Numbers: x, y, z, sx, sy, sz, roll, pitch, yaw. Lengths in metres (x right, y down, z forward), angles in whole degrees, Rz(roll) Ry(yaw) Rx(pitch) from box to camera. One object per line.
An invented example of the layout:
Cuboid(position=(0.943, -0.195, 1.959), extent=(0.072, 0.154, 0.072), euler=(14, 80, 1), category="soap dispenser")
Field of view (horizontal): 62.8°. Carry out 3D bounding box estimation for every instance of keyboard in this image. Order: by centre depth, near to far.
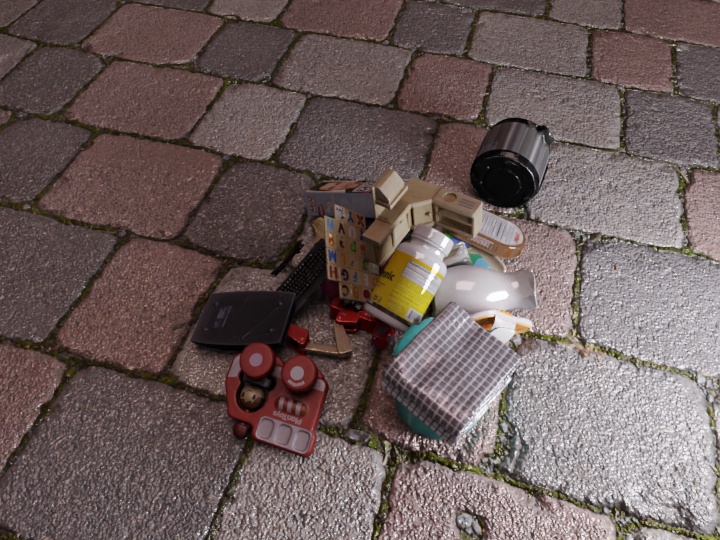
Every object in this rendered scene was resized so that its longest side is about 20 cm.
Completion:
Cuboid(position=(-0.138, 0.011, 1.241), extent=(0.200, 0.021, 0.127), euler=(-48, 54, 10), category="keyboard")

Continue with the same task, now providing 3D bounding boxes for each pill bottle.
Cuboid(position=(0.099, 0.016, 1.150), extent=(0.111, 0.111, 0.201), euler=(29, 86, 20), category="pill bottle")

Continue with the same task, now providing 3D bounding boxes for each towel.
Cuboid(position=(0.154, 0.163, 0.986), extent=(0.165, 0.086, 0.200), euler=(35, 59, 23), category="towel")

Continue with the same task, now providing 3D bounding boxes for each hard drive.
Cuboid(position=(-0.233, 0.104, 1.197), extent=(0.198, 0.042, 0.136), euler=(-2, 49, 18), category="hard drive")

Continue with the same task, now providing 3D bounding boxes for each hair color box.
Cuboid(position=(-0.021, -0.169, 1.383), extent=(0.199, 0.061, 0.099), euler=(4, 25, 28), category="hair color box")

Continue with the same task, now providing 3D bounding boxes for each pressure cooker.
Cuboid(position=(0.379, -0.278, 1.465), extent=(0.175, 0.179, 0.201), euler=(17, 53, 15), category="pressure cooker")

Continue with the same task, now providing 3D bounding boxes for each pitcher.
Cuboid(position=(0.247, 0.047, 1.231), extent=(0.198, 0.172, 0.122), euler=(-6, 89, 1), category="pitcher")

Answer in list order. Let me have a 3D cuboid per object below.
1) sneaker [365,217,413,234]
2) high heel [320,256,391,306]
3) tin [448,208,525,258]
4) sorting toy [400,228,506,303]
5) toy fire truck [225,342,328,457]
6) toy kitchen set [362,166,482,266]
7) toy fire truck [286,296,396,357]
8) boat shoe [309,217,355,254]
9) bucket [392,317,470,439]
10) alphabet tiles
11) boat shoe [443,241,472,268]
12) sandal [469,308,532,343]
Cuboid(position=(0.068, -0.091, 1.370), extent=(0.198, 0.083, 0.072), euler=(-9, 35, -12), category="sneaker")
Cuboid(position=(0.000, 0.000, 1.280), extent=(0.199, 0.096, 0.067), euler=(-24, 55, -19), category="high heel")
Cuboid(position=(0.291, -0.096, 1.381), extent=(0.199, 0.042, 0.112), euler=(25, 47, 7), category="tin")
Cuboid(position=(0.205, -0.028, 1.347), extent=(0.199, 0.037, 0.186), euler=(-23, 55, -19), category="sorting toy")
Cuboid(position=(-0.161, 0.236, 1.088), extent=(0.198, 0.112, 0.169), euler=(14, 70, 11), category="toy fire truck")
Cuboid(position=(0.125, -0.111, 1.207), extent=(0.180, 0.164, 0.200), euler=(24, 58, 26), category="toy kitchen set")
Cuboid(position=(-0.035, 0.128, 1.207), extent=(0.199, 0.049, 0.142), euler=(20, 53, 13), category="toy fire truck")
Cuboid(position=(-0.082, -0.061, 1.318), extent=(0.076, 0.072, 0.200), euler=(-31, 29, -9), category="boat shoe")
Cuboid(position=(0.153, 0.202, 1.096), extent=(0.205, 0.135, 0.208), euler=(1, 51, -2), category="bucket")
Cuboid(position=(-0.015, -0.033, 1.230), extent=(0.006, 0.166, 0.202), euler=(-17, 69, 37), category="alphabet tiles")
Cuboid(position=(0.138, -0.004, 1.276), extent=(0.201, 0.074, 0.065), euler=(-21, 55, 13), category="boat shoe")
Cuboid(position=(0.277, 0.121, 1.163), extent=(0.206, 0.079, 0.060), euler=(12, 59, -38), category="sandal")
